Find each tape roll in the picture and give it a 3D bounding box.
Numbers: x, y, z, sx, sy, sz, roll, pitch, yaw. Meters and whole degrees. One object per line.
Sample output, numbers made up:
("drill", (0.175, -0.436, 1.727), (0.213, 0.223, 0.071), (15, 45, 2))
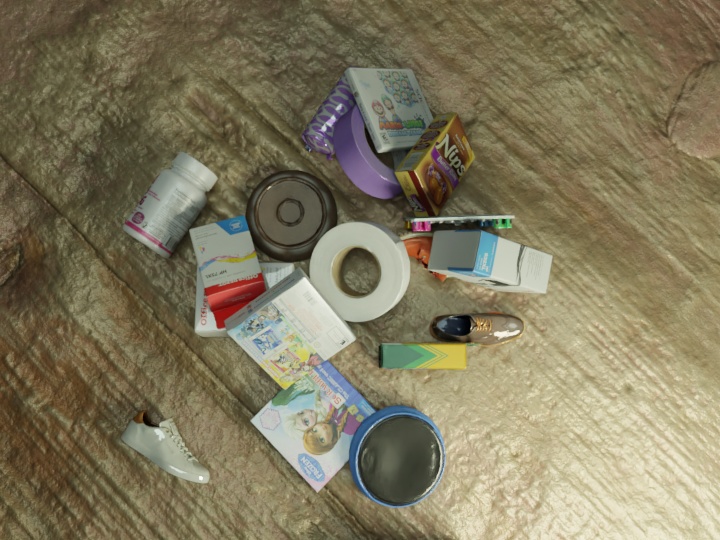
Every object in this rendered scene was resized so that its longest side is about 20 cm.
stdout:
("tape roll", (0.000, 0.000, 1.523), (0.200, 0.071, 0.205), (1, 95, 15))
("tape roll", (0.040, -0.252, 1.538), (0.199, 0.065, 0.202), (21, 56, -34))

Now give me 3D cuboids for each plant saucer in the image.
("plant saucer", (-0.148, -0.120, 1.591), (0.198, 0.032, 0.202), (0, 82, 0))

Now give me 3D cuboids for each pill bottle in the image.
("pill bottle", (-0.390, -0.137, 1.549), (0.113, 0.113, 0.201), (32, 82, 4))

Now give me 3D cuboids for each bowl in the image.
("bowl", (0.077, 0.374, 1.493), (0.199, 0.039, 0.203), (0, 91, -11))

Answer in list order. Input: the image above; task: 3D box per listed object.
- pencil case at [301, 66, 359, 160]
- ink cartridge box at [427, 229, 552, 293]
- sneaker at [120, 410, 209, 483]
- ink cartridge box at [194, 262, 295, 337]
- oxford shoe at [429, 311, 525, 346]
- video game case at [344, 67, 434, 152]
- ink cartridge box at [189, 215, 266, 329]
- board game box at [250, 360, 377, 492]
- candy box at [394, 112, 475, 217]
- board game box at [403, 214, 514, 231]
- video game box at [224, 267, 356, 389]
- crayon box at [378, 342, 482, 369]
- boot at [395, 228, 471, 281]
("pencil case", (-0.043, -0.337, 1.599), (0.085, 0.084, 0.201), (35, 83, -22))
("ink cartridge box", (0.257, -0.016, 1.482), (0.199, 0.145, 0.085), (15, 83, -32))
("sneaker", (-0.378, 0.350, 1.497), (0.199, 0.073, 0.085), (30, 85, 5))
("ink cartridge box", (-0.235, 0.061, 1.535), (0.198, 0.084, 0.146), (1, 79, 0))
("oxford shoe", (0.245, 0.120, 1.539), (0.198, 0.073, 0.072), (-3, 81, -2))
("video game case", (0.072, -0.334, 1.546), (0.199, 0.024, 0.183), (-14, 78, -45))
("ink cartridge box", (-0.253, 0.002, 1.459), (0.115, 0.067, 0.201), (-16, 62, -11))
("board game box", (-0.086, 0.306, 1.523), (0.200, 0.041, 0.200), (44, 83, 6))
("candy box", (0.156, -0.218, 1.528), (0.056, 0.117, 0.201), (1, 44, 39))
("board game box", (0.192, -0.097, 1.509), (0.198, 0.200, 0.026), (-2, 95, -1))
("video game box", (-0.133, 0.117, 1.453), (0.182, 0.047, 0.200), (-36, 127, 2))
("crayon box", (0.137, 0.173, 1.503), (0.198, 0.126, 0.052), (0, 82, -1))
("boot", (0.144, -0.030, 1.563), (0.198, 0.075, 0.108), (0, 86, -2))
